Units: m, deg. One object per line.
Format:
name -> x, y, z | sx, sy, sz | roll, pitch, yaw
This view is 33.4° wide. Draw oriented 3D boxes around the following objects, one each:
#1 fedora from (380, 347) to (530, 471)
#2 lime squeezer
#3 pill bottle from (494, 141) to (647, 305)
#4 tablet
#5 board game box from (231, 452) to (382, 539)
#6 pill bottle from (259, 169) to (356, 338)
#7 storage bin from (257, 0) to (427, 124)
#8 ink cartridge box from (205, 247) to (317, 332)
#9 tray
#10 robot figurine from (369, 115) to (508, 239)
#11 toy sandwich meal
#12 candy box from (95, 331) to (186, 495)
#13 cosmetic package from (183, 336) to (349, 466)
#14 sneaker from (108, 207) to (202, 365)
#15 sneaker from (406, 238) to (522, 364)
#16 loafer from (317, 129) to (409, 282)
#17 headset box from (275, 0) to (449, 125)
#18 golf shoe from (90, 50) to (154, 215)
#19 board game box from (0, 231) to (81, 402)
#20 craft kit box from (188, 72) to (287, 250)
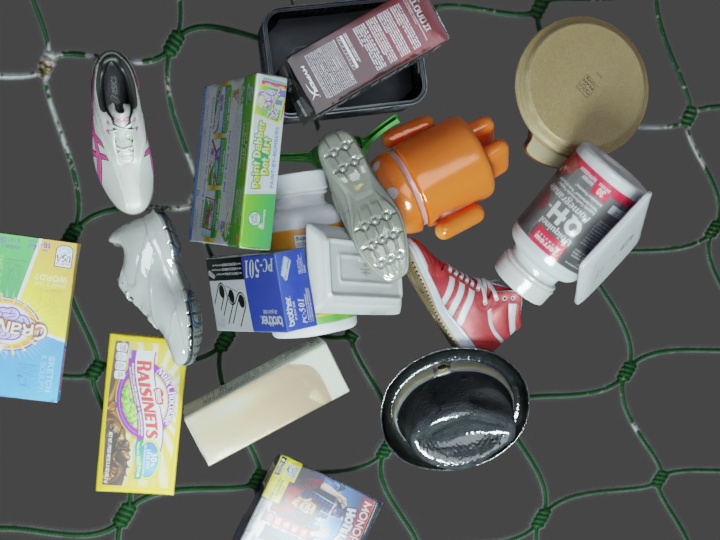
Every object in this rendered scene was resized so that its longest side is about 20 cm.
fedora -> 0.127, 0.196, 1.535 | 0.198, 0.092, 0.203 | -2, 113, -5
lime squeezer -> -0.035, -0.153, 1.537 | 0.198, 0.071, 0.038 | -12, 82, 16
pill bottle -> 0.265, -0.056, 1.540 | 0.110, 0.111, 0.200 | 36, 107, -8
tablet -> 0.323, -0.025, 1.536 | 0.014, 0.200, 0.130 | 42, 85, 16
board game box -> -0.062, 0.365, 1.552 | 0.199, 0.062, 0.201 | 27, 87, -10
pill bottle -> -0.071, -0.022, 1.512 | 0.110, 0.111, 0.202 | -9, 93, -8
storage bin -> -0.025, -0.265, 1.521 | 0.198, 0.094, 0.137 | -7, 93, -9
ink cartridge box -> -0.124, 0.025, 1.460 | 0.044, 0.199, 0.095 | -11, 94, -31
tray -> 0.000, 0.000, 1.495 | 0.022, 0.199, 0.109 | -7, 84, 34
robot figurine -> 0.093, -0.120, 1.531 | 0.199, 0.117, 0.145 | -27, 105, -5
toy sandwich meal -> 0.288, -0.232, 1.587 | 0.203, 0.070, 0.208 | 0, 89, -10
candy box -> -0.278, 0.182, 1.529 | 0.101, 0.026, 0.202 | 5, 91, -13
cosmetic package -> -0.121, 0.162, 1.515 | 0.199, 0.105, 0.072 | -28, 96, -6
sneaker -> -0.255, 0.027, 1.509 | 0.086, 0.075, 0.202 | -19, 81, 2
sneaker -> 0.136, 0.019, 1.558 | 0.112, 0.071, 0.201 | -34, 112, -5
loafer -> 0.007, -0.078, 1.470 | 0.069, 0.070, 0.202 | -22, 79, -1
headset box -> 0.007, -0.254, 1.405 | 0.199, 0.149, 0.075 | -30, 96, -6
golf shoe -> -0.299, -0.168, 1.477 | 0.072, 0.092, 0.202 | -11, 91, -8
board game box -> -0.437, 0.055, 1.492 | 0.151, 0.040, 0.202 | 7, 91, -9
craft kit box -> -0.151, -0.130, 1.452 | 0.048, 0.197, 0.202 | 5, 92, -23
